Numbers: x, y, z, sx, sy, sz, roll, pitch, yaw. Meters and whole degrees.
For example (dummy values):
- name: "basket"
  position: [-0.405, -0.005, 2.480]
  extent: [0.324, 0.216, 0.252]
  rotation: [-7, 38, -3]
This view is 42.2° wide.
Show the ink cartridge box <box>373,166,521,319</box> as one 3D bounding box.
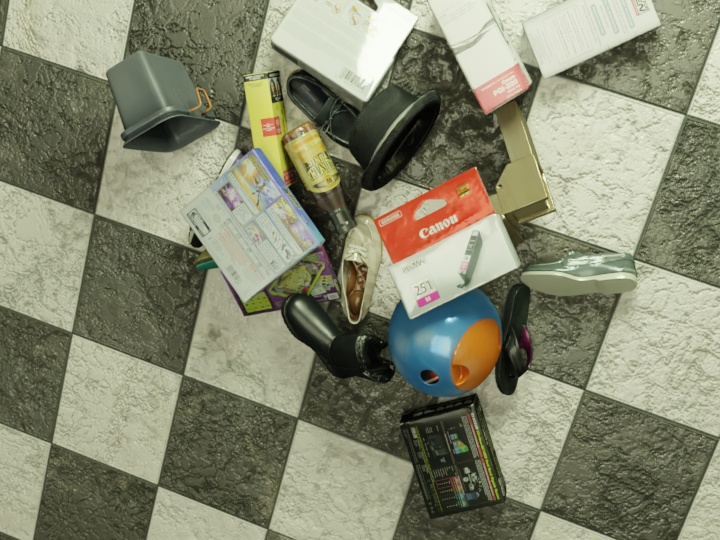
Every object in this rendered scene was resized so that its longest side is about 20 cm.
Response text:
- name: "ink cartridge box"
  position: [0.133, -0.044, 1.490]
  extent: [0.197, 0.043, 0.176]
  rotation: [-26, 86, 16]

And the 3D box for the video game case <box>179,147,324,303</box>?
- name: "video game case"
  position: [-0.189, -0.078, 1.633]
  extent: [0.180, 0.045, 0.202]
  rotation: [-36, 91, 18]

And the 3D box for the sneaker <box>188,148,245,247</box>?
- name: "sneaker"
  position: [-0.242, -0.114, 1.705]
  extent: [0.087, 0.076, 0.202]
  rotation: [31, 108, -3]

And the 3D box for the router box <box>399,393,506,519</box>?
- name: "router box"
  position: [0.172, 0.344, 1.726]
  extent: [0.147, 0.062, 0.204]
  rotation: [-15, 100, 17]

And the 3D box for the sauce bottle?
- name: "sauce bottle"
  position: [-0.067, -0.160, 1.639]
  extent: [0.065, 0.066, 0.202]
  rotation: [-28, 97, 17]

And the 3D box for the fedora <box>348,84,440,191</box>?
- name: "fedora"
  position: [0.044, -0.235, 1.560]
  extent: [0.091, 0.200, 0.202]
  rotation: [39, 109, 13]

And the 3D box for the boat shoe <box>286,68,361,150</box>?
- name: "boat shoe"
  position: [-0.054, -0.274, 1.627]
  extent: [0.199, 0.062, 0.075]
  rotation: [41, 107, -1]

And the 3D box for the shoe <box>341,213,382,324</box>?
- name: "shoe"
  position: [0.000, 0.000, 1.686]
  extent: [0.068, 0.053, 0.204]
  rotation: [7, 105, 11]

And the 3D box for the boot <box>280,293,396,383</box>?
- name: "boot"
  position: [-0.036, 0.117, 1.655]
  extent: [0.201, 0.077, 0.167]
  rotation: [52, 153, -18]

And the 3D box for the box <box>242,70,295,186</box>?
- name: "box"
  position: [-0.160, -0.248, 1.651]
  extent: [0.049, 0.075, 0.204]
  rotation: [-4, 102, 13]

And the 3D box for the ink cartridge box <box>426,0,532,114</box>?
- name: "ink cartridge box"
  position: [0.194, -0.367, 1.503]
  extent: [0.084, 0.146, 0.202]
  rotation: [-29, 97, 19]

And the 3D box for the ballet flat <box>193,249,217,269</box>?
- name: "ballet flat"
  position: [-0.217, -0.048, 1.724]
  extent: [0.196, 0.071, 0.072]
  rotation: [-9, 102, 15]

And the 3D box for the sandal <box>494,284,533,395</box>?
- name: "sandal"
  position: [0.276, 0.128, 1.639]
  extent: [0.047, 0.075, 0.205]
  rotation: [16, 108, 39]

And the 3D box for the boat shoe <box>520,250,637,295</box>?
- name: "boat shoe"
  position: [0.376, 0.001, 1.609]
  extent: [0.196, 0.073, 0.063]
  rotation: [0, 61, 20]

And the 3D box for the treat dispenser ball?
- name: "treat dispenser ball"
  position: [0.145, 0.114, 1.604]
  extent: [0.196, 0.201, 0.205]
  rotation: [3, 104, 12]

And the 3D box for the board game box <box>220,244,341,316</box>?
- name: "board game box"
  position: [-0.144, 0.020, 1.709]
  extent: [0.196, 0.033, 0.121]
  rotation: [-10, 136, 14]

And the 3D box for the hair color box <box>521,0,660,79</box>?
- name: "hair color box"
  position: [0.369, -0.397, 1.501]
  extent: [0.197, 0.061, 0.101]
  rotation: [-23, 98, 18]

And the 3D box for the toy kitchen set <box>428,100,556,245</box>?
- name: "toy kitchen set"
  position: [0.216, -0.141, 1.589]
  extent: [0.197, 0.163, 0.184]
  rotation: [-20, 71, 17]

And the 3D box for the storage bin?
- name: "storage bin"
  position: [-0.344, -0.300, 1.624]
  extent: [0.144, 0.200, 0.136]
  rotation: [-25, 88, 17]

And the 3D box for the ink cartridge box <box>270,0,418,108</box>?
- name: "ink cartridge box"
  position: [-0.027, -0.404, 1.589]
  extent: [0.198, 0.044, 0.175]
  rotation: [33, 82, 4]
